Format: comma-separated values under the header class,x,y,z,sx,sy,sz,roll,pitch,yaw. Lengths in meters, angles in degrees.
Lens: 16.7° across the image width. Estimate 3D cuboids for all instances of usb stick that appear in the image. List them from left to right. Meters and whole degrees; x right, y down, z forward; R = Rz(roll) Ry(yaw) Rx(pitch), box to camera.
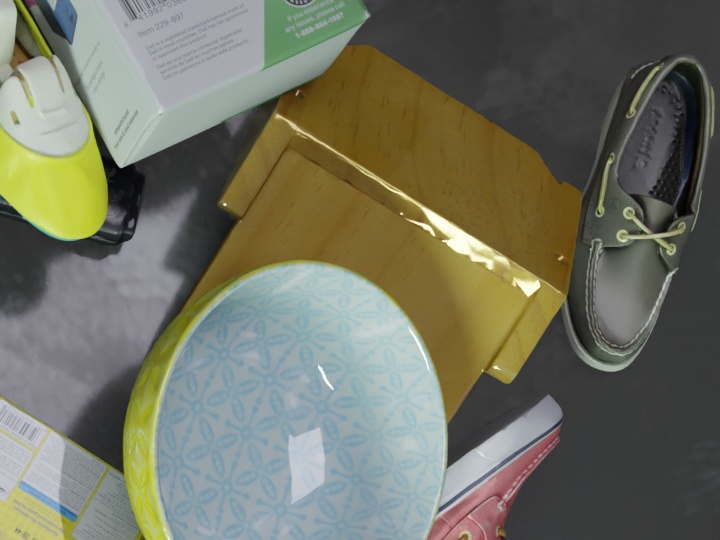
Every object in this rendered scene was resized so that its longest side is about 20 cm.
class,x,y,z,sx,sy,sz,roll,pitch,yaw
usb stick,-0.224,-0.062,1.421,0.199,0.033,0.056,15,64,-13

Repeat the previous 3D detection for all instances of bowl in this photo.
class,x,y,z,sx,sy,sz,roll,pitch,yaw
bowl,-0.059,0.096,1.365,0.199,0.107,0.202,2,87,-36

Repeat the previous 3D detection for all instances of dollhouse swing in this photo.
class,x,y,z,sx,sy,sz,roll,pitch,yaw
dollhouse swing,0.000,0.000,1.473,0.199,0.176,0.182,30,30,-8

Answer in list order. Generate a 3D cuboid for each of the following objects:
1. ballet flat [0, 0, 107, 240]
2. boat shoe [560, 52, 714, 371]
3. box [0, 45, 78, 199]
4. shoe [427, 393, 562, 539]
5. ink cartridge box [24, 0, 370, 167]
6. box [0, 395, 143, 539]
class,x,y,z,sx,sy,sz,roll,pitch,yaw
ballet flat,-0.193,-0.111,1.339,0.067,0.067,0.201,-20,72,-34
boat shoe,0.173,-0.039,1.518,0.072,0.060,0.203,18,74,-12
box,-0.258,-0.133,1.396,0.200,0.049,0.082,38,55,1
shoe,0.058,0.164,1.438,0.200,0.071,0.091,-38,92,-15
ink cartridge box,-0.112,-0.181,1.354,0.145,0.088,0.201,-28,83,-27
box,-0.209,0.185,1.365,0.117,0.048,0.201,33,69,-8
